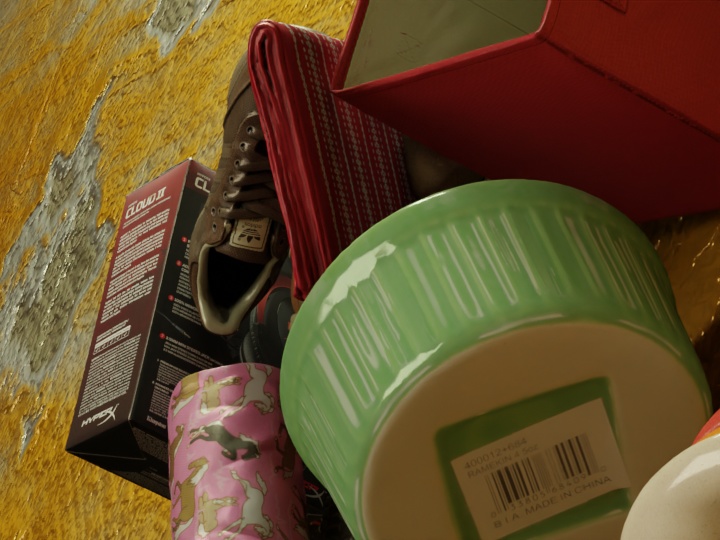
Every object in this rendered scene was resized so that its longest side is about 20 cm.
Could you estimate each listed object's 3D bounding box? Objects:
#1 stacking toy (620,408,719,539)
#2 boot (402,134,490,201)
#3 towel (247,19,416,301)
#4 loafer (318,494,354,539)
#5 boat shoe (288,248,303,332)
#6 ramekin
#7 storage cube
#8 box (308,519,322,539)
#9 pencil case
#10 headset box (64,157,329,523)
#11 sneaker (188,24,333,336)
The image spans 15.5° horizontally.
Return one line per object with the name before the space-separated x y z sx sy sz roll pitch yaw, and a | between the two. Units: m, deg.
stacking toy | 0.190 0.080 1.078 0.146 0.146 0.200 -52 6 33
boot | 0.035 -0.124 1.411 0.074 0.075 0.200 -10 75 38
towel | -0.007 -0.050 1.352 0.200 0.022 0.145 4 -106 -73
loafer | 0.011 0.203 1.419 0.076 0.067 0.200 150 132 -62
boat shoe | 0.000 0.000 1.499 0.200 0.076 0.074 -29 -70 -85
ramekin | 0.069 0.066 1.248 0.200 0.200 0.098 -58 30 22
storage cube | 0.122 -0.138 1.316 0.200 0.180 0.171 -11 58 56
box | -0.060 0.189 1.643 0.137 0.038 0.200 -29 42 57
pencil case | -0.059 0.145 1.420 0.083 0.086 0.200 102 167 -46
headset box | -0.079 0.040 1.588 0.075 0.149 0.200 -26 45 47
sneaker | -0.049 -0.044 1.461 0.200 0.070 0.076 109 169 -46
